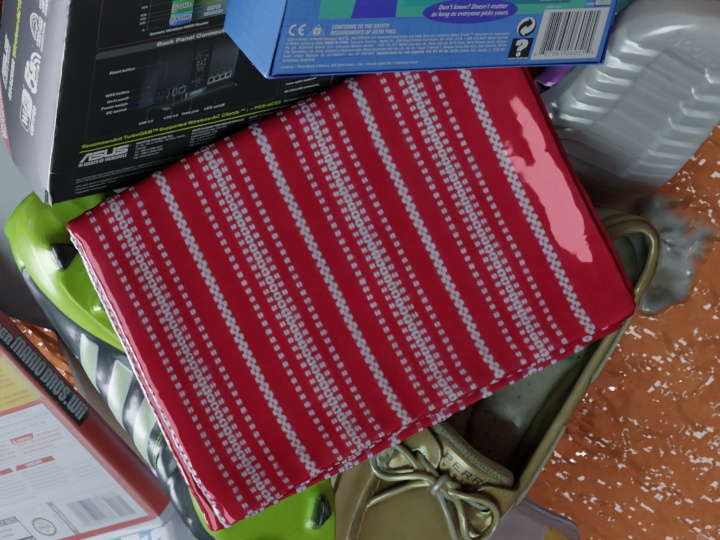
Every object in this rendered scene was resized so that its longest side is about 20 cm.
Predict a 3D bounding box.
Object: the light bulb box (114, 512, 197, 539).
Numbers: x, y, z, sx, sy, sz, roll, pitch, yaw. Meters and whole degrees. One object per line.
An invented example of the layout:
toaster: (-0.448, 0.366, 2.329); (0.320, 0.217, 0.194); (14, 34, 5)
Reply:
light bulb box: (-0.029, 0.212, 1.409); (0.199, 0.199, 0.125); (8, 147, -37)

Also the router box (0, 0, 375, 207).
router box: (-0.041, -0.117, 1.179); (0.199, 0.062, 0.150); (-14, 142, -24)

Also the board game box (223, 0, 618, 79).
board game box: (0.041, -0.170, 1.098); (0.152, 0.045, 0.201); (-4, 123, -29)

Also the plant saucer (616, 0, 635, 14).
plant saucer: (0.089, -0.179, 1.185); (0.070, 0.019, 0.201); (4, 130, 19)

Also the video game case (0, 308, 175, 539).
video game case: (-0.187, 0.052, 1.345); (0.200, 0.017, 0.143); (49, 143, -19)

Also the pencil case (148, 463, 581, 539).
pencil case: (0.003, 0.102, 1.326); (0.200, 0.091, 0.083); (36, 173, -10)

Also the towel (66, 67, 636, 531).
towel: (0.000, 0.000, 1.202); (0.145, 0.199, 0.022); (65, 169, -10)

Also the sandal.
sandal: (0.108, -0.074, 1.248); (0.082, 0.050, 0.203); (17, 155, -20)

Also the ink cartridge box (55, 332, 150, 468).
ink cartridge box: (-0.040, 0.016, 1.375); (0.199, 0.075, 0.165); (1, 131, 24)

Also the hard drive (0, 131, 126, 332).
hard drive: (-0.194, -0.052, 1.308); (0.199, 0.026, 0.132); (18, 128, 6)

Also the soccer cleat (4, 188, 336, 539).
soccer cleat: (-0.077, 0.046, 1.241); (0.200, 0.067, 0.081); (57, 163, -12)

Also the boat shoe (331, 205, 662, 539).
boat shoe: (0.055, 0.057, 1.263); (0.073, 0.201, 0.063); (42, 173, -10)
